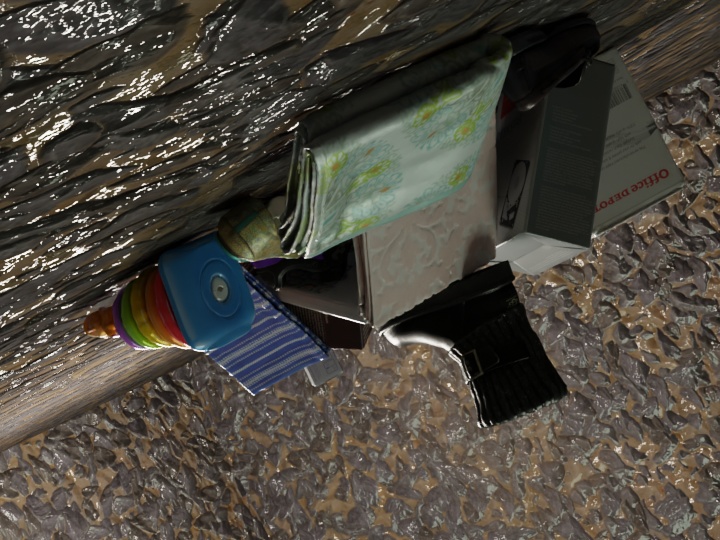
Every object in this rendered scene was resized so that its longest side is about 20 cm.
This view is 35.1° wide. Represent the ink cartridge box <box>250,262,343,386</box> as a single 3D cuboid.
[{"bbox_3d":[-0.088,0.054,1.504,0.044,0.201,0.094,-26,178,-7],"label":"ink cartridge box"}]

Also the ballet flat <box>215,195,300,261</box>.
[{"bbox_3d":[-0.081,-0.047,1.122,0.070,0.071,0.200,-28,178,14],"label":"ballet flat"}]

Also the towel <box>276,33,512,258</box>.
[{"bbox_3d":[0.027,-0.095,0.924,0.199,0.048,0.172,-28,160,-22],"label":"towel"}]

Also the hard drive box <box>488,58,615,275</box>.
[{"bbox_3d":[0.194,-0.111,1.214,0.076,0.202,0.156,14,166,-11],"label":"hard drive box"}]

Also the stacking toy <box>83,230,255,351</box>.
[{"bbox_3d":[-0.218,0.042,1.188,0.199,0.111,0.116,-16,-173,32],"label":"stacking toy"}]

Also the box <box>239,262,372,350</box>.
[{"bbox_3d":[-0.083,0.042,1.391,0.198,0.076,0.100,-1,-154,16],"label":"box"}]

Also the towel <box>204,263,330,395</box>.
[{"bbox_3d":[-0.149,0.064,1.336,0.144,0.200,0.024,-29,-152,35],"label":"towel"}]

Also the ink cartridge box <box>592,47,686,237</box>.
[{"bbox_3d":[0.305,-0.159,1.468,0.145,0.201,0.085,-27,178,-5],"label":"ink cartridge box"}]

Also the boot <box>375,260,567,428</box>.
[{"bbox_3d":[0.111,0.091,1.207,0.079,0.159,0.210,-24,-179,-37],"label":"boot"}]

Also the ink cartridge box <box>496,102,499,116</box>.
[{"bbox_3d":[0.161,-0.152,1.369,0.199,0.037,0.095,-30,133,14],"label":"ink cartridge box"}]

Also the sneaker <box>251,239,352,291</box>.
[{"bbox_3d":[-0.032,-0.042,1.279,0.199,0.100,0.070,-28,180,5],"label":"sneaker"}]

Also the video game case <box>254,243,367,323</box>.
[{"bbox_3d":[0.000,0.000,1.329,0.181,0.024,0.199,-28,-152,-38],"label":"video game case"}]

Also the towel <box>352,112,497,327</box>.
[{"bbox_3d":[0.062,-0.067,1.093,0.032,0.193,0.199,18,-148,40],"label":"towel"}]

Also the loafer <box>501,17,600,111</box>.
[{"bbox_3d":[0.171,-0.184,1.036,0.072,0.063,0.199,-29,178,36],"label":"loafer"}]
